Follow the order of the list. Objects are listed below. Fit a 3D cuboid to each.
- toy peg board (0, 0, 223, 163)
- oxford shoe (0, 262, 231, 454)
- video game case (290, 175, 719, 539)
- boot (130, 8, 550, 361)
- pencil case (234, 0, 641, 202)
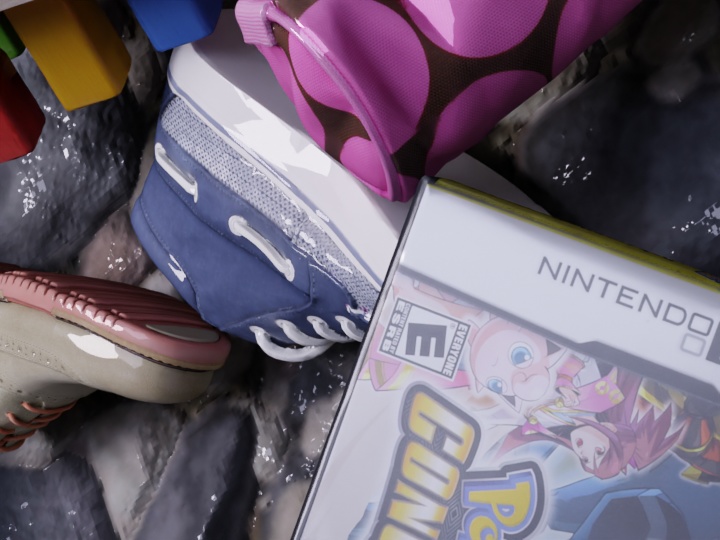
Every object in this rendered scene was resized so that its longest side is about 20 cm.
[{"bbox_3d":[-0.108,-0.119,0.942,0.199,0.098,0.200,-15,35,22],"label":"toy peg board"},{"bbox_3d":[-0.119,0.037,0.963,0.200,0.071,0.074,8,88,51],"label":"oxford shoe"},{"bbox_3d":[0.068,0.095,0.773,0.180,0.025,0.200,21,93,16],"label":"video game case"},{"bbox_3d":[0.000,0.000,0.881,0.200,0.073,0.091,44,129,33],"label":"boot"},{"bbox_3d":[0.051,-0.117,0.808,0.200,0.094,0.091,-45,34,-2],"label":"pencil case"}]
